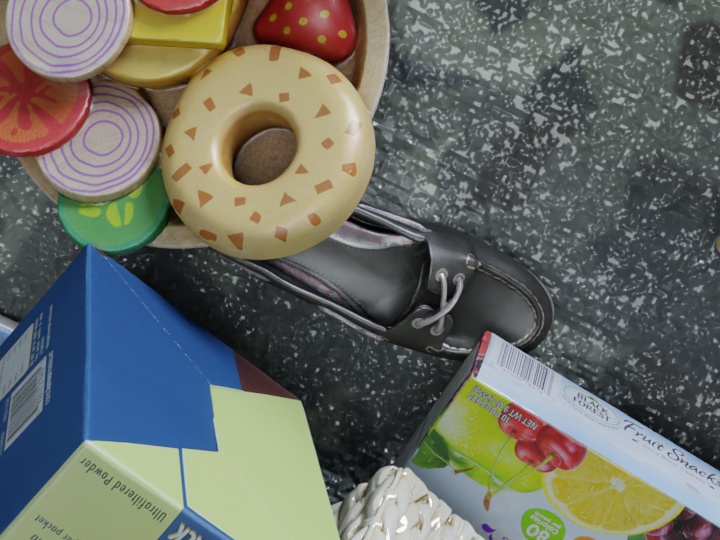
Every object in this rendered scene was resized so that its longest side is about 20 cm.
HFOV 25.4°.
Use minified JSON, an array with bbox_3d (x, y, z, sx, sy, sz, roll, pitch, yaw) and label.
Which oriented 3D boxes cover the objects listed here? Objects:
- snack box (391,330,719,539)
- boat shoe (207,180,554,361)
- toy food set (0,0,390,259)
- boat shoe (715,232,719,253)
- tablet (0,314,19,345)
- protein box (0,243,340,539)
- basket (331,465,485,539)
[{"bbox_3d":[0.108,0.141,0.797,0.199,0.053,0.143,31,120,-2],"label":"snack box"},{"bbox_3d":[0.000,0.000,0.784,0.199,0.057,0.067,23,105,0],"label":"boat shoe"},{"bbox_3d":[-0.085,-0.104,0.740,0.197,0.049,0.201,4,82,10],"label":"toy food set"},{"bbox_3d":[0.241,0.047,0.770,0.069,0.074,0.201,-29,98,24],"label":"boat shoe"},{"bbox_3d":[-0.216,0.078,0.848,0.199,0.014,0.131,25,105,-2],"label":"tablet"},{"bbox_3d":[-0.126,0.133,0.671,0.135,0.199,0.200,38,101,-21],"label":"protein box"},{"bbox_3d":[-0.011,0.234,0.737,0.161,0.200,0.198,43,129,-10],"label":"basket"}]
